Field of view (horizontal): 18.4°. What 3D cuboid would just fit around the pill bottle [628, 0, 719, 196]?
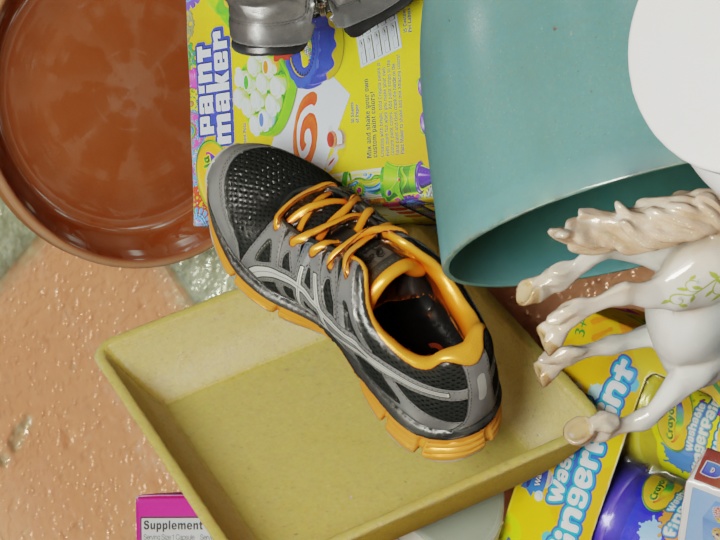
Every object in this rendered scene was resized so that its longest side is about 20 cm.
[{"bbox_3d":[0.178,-0.068,0.794,0.112,0.200,0.113,-2,86,35],"label":"pill bottle"}]

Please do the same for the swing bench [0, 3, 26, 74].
[{"bbox_3d":[-0.215,-0.222,1.301,0.129,0.200,0.200,14,98,-10],"label":"swing bench"}]

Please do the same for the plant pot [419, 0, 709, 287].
[{"bbox_3d":[0.117,-0.098,1.026,0.200,0.200,0.162,-21,75,32],"label":"plant pot"}]

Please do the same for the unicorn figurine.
[{"bbox_3d":[0.144,0.020,1.019,0.137,0.200,0.074,-23,72,-3],"label":"unicorn figurine"}]

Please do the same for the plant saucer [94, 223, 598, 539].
[{"bbox_3d":[-0.009,0.075,1.132,0.200,0.199,0.049,49,154,46],"label":"plant saucer"}]

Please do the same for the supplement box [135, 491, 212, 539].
[{"bbox_3d":[-0.056,0.222,1.242,0.103,0.101,0.201,-3,85,35],"label":"supplement box"}]

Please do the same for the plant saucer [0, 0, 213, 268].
[{"bbox_3d":[-0.129,-0.103,1.263,0.032,0.199,0.201,13,95,60],"label":"plant saucer"}]

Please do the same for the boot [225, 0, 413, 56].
[{"bbox_3d":[0.009,-0.194,1.084,0.199,0.070,0.132,-22,117,4],"label":"boot"}]

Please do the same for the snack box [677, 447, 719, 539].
[{"bbox_3d":[0.171,0.166,0.983,0.072,0.024,0.201,21,137,22],"label":"snack box"}]

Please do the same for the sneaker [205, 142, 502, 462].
[{"bbox_3d":[0.000,0.000,1.079,0.200,0.078,0.077,43,154,21],"label":"sneaker"}]

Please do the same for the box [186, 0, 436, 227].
[{"bbox_3d":[0.014,-0.128,1.201,0.192,0.122,0.201,-5,85,34],"label":"box"}]

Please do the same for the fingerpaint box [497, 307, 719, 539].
[{"bbox_3d":[0.159,0.138,1.116,0.166,0.073,0.201,23,100,33],"label":"fingerpaint box"}]

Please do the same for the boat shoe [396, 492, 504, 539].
[{"bbox_3d":[0.020,0.103,1.196,0.201,0.070,0.072,-122,31,-49],"label":"boat shoe"}]
